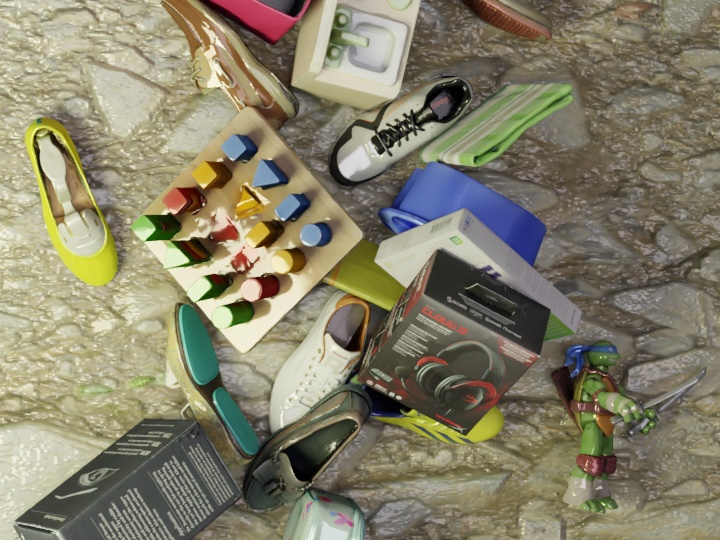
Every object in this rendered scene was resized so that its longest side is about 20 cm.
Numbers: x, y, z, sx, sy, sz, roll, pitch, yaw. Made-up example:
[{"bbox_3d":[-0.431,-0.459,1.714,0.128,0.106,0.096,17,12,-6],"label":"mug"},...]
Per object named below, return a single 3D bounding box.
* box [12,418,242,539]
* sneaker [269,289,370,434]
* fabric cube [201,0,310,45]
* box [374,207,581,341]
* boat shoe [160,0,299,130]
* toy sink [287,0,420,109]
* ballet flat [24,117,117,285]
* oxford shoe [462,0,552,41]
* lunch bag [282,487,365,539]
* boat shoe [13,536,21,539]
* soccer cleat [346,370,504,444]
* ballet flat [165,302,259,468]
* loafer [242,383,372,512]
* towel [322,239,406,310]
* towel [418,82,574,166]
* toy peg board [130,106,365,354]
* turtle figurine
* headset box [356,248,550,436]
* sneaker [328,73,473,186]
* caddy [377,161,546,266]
[{"bbox_3d":[-0.254,0.260,1.586,0.199,0.147,0.105,-38,105,-27],"label":"box"},{"bbox_3d":[-0.048,0.114,1.688,0.072,0.085,0.202,24,88,-12],"label":"sneaker"},{"bbox_3d":[-0.123,-0.390,1.607,0.195,0.199,0.202,28,86,-11],"label":"fabric cube"},{"bbox_3d":[0.132,0.018,1.635,0.200,0.144,0.037,41,55,-24],"label":"box"},{"bbox_3d":[-0.159,-0.233,1.667,0.074,0.076,0.200,-45,97,-4],"label":"boat shoe"},{"bbox_3d":[-0.004,-0.261,1.631,0.111,0.200,0.132,13,88,-10],"label":"toy sink"},{"bbox_3d":[-0.328,-0.076,1.640,0.066,0.067,0.202,-21,95,-10],"label":"ballet flat"},{"bbox_3d":[0.152,-0.343,1.725,0.199,0.071,0.074,31,83,-10],"label":"oxford shoe"},{"bbox_3d":[-0.052,0.355,1.652,0.076,0.160,0.202,14,88,-10],"label":"lunch bag"},{"bbox_3d":[-0.367,0.327,1.635,0.200,0.074,0.067,-43,95,-8],"label":"boat shoe"},{"bbox_3d":[0.078,0.165,1.711,0.198,0.084,0.065,16,89,-10],"label":"soccer cleat"},{"bbox_3d":[-0.186,0.138,1.677,0.070,0.071,0.202,-27,94,-9],"label":"ballet flat"},{"bbox_3d":[-0.067,0.210,1.661,0.072,0.063,0.200,40,108,-14],"label":"loafer"},{"bbox_3d":[0.000,0.000,1.695,0.198,0.018,0.087,24,46,-5],"label":"towel"},{"bbox_3d":[0.153,-0.162,1.663,0.149,0.200,0.031,-37,104,-7],"label":"towel"},{"bbox_3d":[-0.136,-0.043,1.612,0.199,0.098,0.200,-44,84,11],"label":"toy peg board"},{"bbox_3d":[0.320,0.192,1.729,0.198,0.144,0.196,13,92,-7],"label":"turtle figurine"},{"bbox_3d":[0.105,0.077,1.608,0.148,0.200,0.075,28,47,-8],"label":"headset box"},{"bbox_3d":[0.047,-0.170,1.703,0.199,0.080,0.074,-37,97,-7],"label":"sneaker"},{"bbox_3d":[0.116,-0.039,1.688,0.199,0.141,0.106,29,81,-9],"label":"caddy"}]
